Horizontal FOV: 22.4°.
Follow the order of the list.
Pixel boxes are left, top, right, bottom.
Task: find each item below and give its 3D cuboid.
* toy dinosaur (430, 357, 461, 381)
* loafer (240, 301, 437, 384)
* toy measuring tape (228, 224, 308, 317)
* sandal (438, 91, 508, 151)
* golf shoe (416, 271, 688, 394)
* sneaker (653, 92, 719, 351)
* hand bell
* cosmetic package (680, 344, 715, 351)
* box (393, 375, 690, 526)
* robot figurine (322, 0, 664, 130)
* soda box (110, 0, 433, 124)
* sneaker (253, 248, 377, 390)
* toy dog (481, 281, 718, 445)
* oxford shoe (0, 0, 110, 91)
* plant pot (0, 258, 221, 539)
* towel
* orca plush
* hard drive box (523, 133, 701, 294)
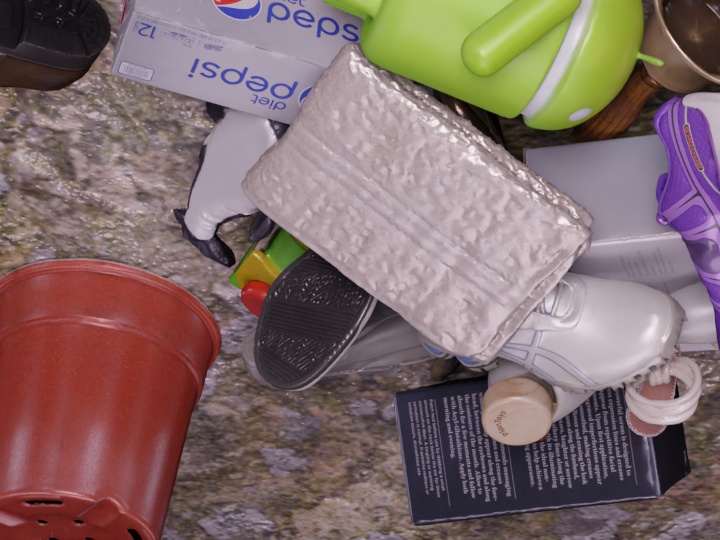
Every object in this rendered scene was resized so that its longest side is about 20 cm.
[{"bbox_3d":[0.068,0.046,1.439,0.087,0.048,0.200,10,149,-19],"label":"toy dinosaur"},{"bbox_3d":[0.010,0.051,1.335,0.199,0.070,0.070,-13,128,-14],"label":"loafer"},{"bbox_3d":[-0.046,-0.006,1.332,0.073,0.074,0.200,14,159,-13],"label":"toy measuring tape"},{"bbox_3d":[0.076,-0.068,1.232,0.054,0.082,0.200,-19,154,7],"label":"sandal"},{"bbox_3d":[0.110,0.027,1.194,0.199,0.079,0.097,1,153,32],"label":"golf shoe"},{"bbox_3d":[0.225,-0.028,1.125,0.083,0.081,0.201,13,134,36],"label":"sneaker"},{"bbox_3d":[0.185,-0.125,1.160,0.103,0.105,0.200,16,157,-16],"label":"hand bell"},{"bbox_3d":[0.248,0.019,1.369,0.198,0.051,0.083,-3,143,13],"label":"cosmetic package"},{"bbox_3d":[0.146,0.131,1.439,0.198,0.108,0.148,-9,177,18],"label":"box"},{"bbox_3d":[0.077,-0.156,1.069,0.199,0.116,0.175,21,180,-9],"label":"robot figurine"},{"bbox_3d":[-0.054,-0.141,1.160,0.199,0.069,0.064,14,143,-14],"label":"soda box"},{"bbox_3d":[0.000,0.000,1.279,0.083,0.201,0.121,27,175,22],"label":"sneaker"},{"bbox_3d":[0.170,0.073,1.266,0.199,0.132,0.097,-1,140,31],"label":"toy dog"},{"bbox_3d":[-0.268,-0.156,1.165,0.199,0.073,0.084,20,145,-20],"label":"oxford shoe"},{"bbox_3d":[-0.222,0.128,1.460,0.199,0.196,0.201,4,146,3],"label":"plant pot"},{"bbox_3d":[0.037,-0.040,1.141,0.200,0.035,0.133,37,120,-4],"label":"towel"},{"bbox_3d":[-0.065,-0.065,1.274,0.071,0.106,0.200,-16,151,-27],"label":"orca plush"},{"bbox_3d":[0.223,-0.031,1.246,0.198,0.077,0.156,-6,159,14],"label":"hard drive box"}]
